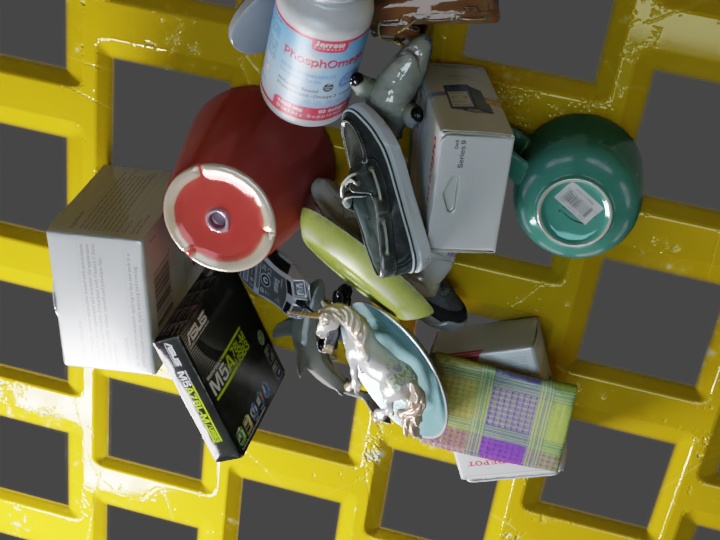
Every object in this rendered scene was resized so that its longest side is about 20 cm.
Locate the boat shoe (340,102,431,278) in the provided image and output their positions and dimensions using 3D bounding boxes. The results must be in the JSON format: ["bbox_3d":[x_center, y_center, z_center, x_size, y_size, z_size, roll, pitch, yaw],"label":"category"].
[{"bbox_3d":[0.013,-0.088,1.283,0.202,0.070,0.072,68,156,12],"label":"boat shoe"}]

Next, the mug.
[{"bbox_3d":[0.239,-0.092,1.381,0.183,0.115,0.154,-1,119,15],"label":"mug"}]

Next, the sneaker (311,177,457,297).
[{"bbox_3d":[0.032,-0.059,1.419,0.199,0.075,0.100,37,108,1],"label":"sneaker"}]

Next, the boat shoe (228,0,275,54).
[{"bbox_3d":[-0.083,-0.342,1.347,0.074,0.086,0.202,28,115,-39],"label":"boat shoe"}]

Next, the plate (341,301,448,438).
[{"bbox_3d":[0.048,0.122,1.491,0.200,0.025,0.201,41,150,30],"label":"plate"}]

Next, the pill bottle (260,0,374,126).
[{"bbox_3d":[-0.045,-0.262,1.284,0.108,0.109,0.201,21,141,2],"label":"pill bottle"}]

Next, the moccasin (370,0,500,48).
[{"bbox_3d":[0.061,-0.289,1.346,0.199,0.074,0.079,-9,109,11],"label":"moccasin"}]

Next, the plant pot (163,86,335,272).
[{"bbox_3d":[-0.146,-0.102,1.440,0.198,0.178,0.203,7,121,11],"label":"plant pot"}]

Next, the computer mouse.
[{"bbox_3d":[-0.087,0.020,1.539,0.199,0.044,0.111,37,135,30],"label":"computer mouse"}]

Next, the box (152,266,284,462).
[{"bbox_3d":[-0.181,0.117,1.560,0.047,0.201,0.195,-12,115,22],"label":"box"}]

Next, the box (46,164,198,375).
[{"bbox_3d":[-0.300,-0.005,1.522,0.129,0.201,0.201,6,121,9],"label":"box"}]

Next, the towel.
[{"bbox_3d":[0.169,0.181,1.511,0.197,0.023,0.145,12,121,8],"label":"towel"}]

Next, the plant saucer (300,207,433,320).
[{"bbox_3d":[0.000,0.000,1.395,0.199,0.200,0.031,39,85,-9],"label":"plant saucer"}]

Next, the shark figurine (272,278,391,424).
[{"bbox_3d":[-0.051,0.131,1.602,0.127,0.090,0.216,-26,108,27],"label":"shark figurine"}]

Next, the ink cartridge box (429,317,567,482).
[{"bbox_3d":[0.186,0.174,1.565,0.144,0.085,0.202,-8,115,19],"label":"ink cartridge box"}]

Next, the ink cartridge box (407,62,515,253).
[{"bbox_3d":[0.108,-0.131,1.337,0.086,0.201,0.147,2,120,-5],"label":"ink cartridge box"}]

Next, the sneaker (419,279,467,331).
[{"bbox_3d":[0.086,-0.017,1.486,0.200,0.076,0.114,45,122,-9],"label":"sneaker"}]

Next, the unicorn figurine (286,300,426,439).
[{"bbox_3d":[0.009,0.114,1.458,0.198,0.074,0.138,28,144,17],"label":"unicorn figurine"}]

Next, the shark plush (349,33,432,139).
[{"bbox_3d":[0.046,-0.191,1.359,0.090,0.084,0.200,25,159,12],"label":"shark plush"}]
